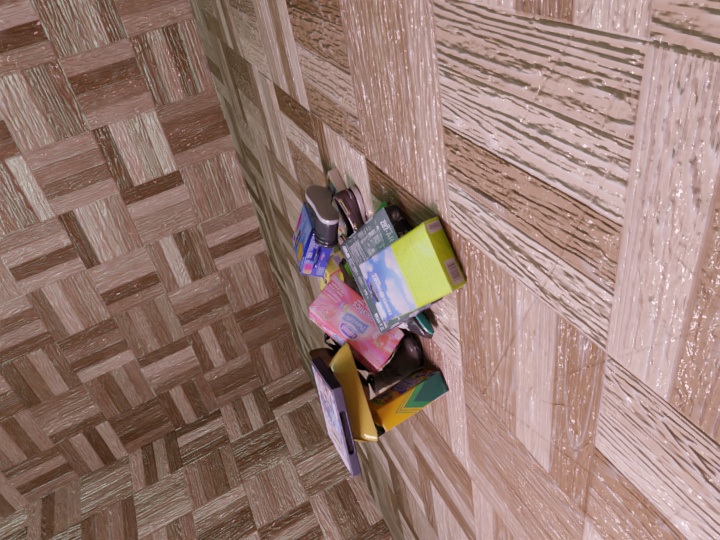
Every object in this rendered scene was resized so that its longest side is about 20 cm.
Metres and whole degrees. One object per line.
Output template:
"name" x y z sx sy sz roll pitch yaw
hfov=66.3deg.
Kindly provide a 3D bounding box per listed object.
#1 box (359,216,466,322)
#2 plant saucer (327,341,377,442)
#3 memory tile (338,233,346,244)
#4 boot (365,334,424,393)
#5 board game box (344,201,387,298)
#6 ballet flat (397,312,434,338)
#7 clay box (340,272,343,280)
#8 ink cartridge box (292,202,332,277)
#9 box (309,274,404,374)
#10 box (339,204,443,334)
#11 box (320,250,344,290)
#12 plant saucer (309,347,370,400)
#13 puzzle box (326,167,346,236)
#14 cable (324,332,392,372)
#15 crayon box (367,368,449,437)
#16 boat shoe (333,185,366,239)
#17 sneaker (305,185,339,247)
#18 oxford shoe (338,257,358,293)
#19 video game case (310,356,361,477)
"box" 0.086 0.005 0.974 0.198 0.047 0.125 -31 81 52
"plant saucer" -0.031 0.273 1.184 0.200 0.047 0.206 121 132 -70
"memory tile" 0.000 0.000 1.389 0.204 0.016 0.153 60 177 0
"boot" 0.077 0.235 1.312 0.069 0.127 0.202 58 163 25
"board game box" 0.033 -0.039 1.151 0.097 0.029 0.202 59 139 28
"ballet flat" 0.087 0.071 1.158 0.067 0.068 0.204 20 -143 -51
"clay box" -0.017 0.063 1.570 0.117 0.046 0.201 63 164 20
"ink cartridge box" -0.131 -0.079 1.564 0.202 0.074 0.140 -115 39 -50
"box" -0.011 0.119 1.193 0.198 0.095 0.103 39 164 6
"box" 0.055 0.000 1.081 0.159 0.043 0.205 -37 76 45
"box" -0.082 0.019 1.691 0.051 0.074 0.202 52 160 19
"plant saucer" -0.043 0.254 1.384 0.198 0.036 0.200 40 -179 -1
"puzzle box" -0.054 -0.155 1.434 0.136 0.025 0.201 63 165 16
"cable" 0.000 0.175 1.452 0.051 0.195 0.166 -50 17 46
"crayon box" 0.086 0.291 1.222 0.053 0.196 0.126 61 165 -1
"boat shoe" -0.009 -0.092 1.295 0.072 0.058 0.206 30 139 66
"sneaker" -0.099 -0.132 1.374 0.202 0.068 0.102 -115 26 -51
"oxford shoe" -0.031 0.060 1.424 0.073 0.082 0.205 58 -167 -60
"video game case" -0.054 0.297 1.150 0.199 0.025 0.187 -154 50 -72
